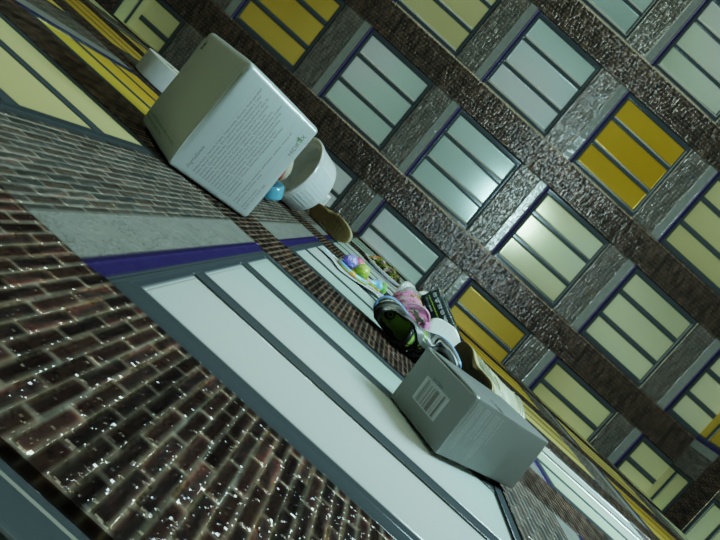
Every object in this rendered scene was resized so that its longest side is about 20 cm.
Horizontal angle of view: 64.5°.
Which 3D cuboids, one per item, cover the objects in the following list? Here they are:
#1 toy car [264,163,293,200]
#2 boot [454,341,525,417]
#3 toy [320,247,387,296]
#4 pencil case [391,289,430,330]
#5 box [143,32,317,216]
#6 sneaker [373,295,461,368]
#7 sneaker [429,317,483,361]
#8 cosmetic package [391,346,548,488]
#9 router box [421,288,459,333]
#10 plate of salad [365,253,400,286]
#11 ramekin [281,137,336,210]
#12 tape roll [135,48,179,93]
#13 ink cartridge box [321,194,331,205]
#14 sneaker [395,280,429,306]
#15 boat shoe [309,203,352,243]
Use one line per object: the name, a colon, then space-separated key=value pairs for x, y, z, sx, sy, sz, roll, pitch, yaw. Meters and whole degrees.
toy car: x=-0.270 y=-0.283 z=1.334 sx=0.197 sy=0.187 sz=0.177 roll=-1 pitch=32 yaw=-37
boot: x=0.291 y=0.261 z=1.313 sx=0.154 sy=0.072 sz=0.201 roll=38 pitch=12 yaw=-28
toy: x=0.000 y=0.000 z=1.414 sx=0.199 sy=0.047 sz=0.115 roll=38 pitch=5 yaw=-40
pencil case: x=0.105 y=0.095 z=1.254 sx=0.200 sy=0.085 sz=0.084 roll=-74 pitch=146 yaw=-84
box: x=-0.221 y=-0.245 z=0.959 sx=0.171 sy=0.200 sz=0.199 roll=38 pitch=6 yaw=-45
sneaker: x=0.097 y=0.130 z=1.043 sx=0.199 sy=0.071 sz=0.083 roll=41 pitch=19 yaw=1
sneaker: x=0.227 y=0.199 z=1.440 sx=0.200 sy=0.075 sz=0.088 roll=47 pitch=-8 yaw=-11
cosmetic package: x=0.141 y=0.190 z=0.723 sx=0.199 sy=0.091 sz=0.107 roll=33 pitch=7 yaw=-42
router box: x=0.246 y=0.135 z=1.746 sx=0.200 sy=0.061 sz=0.152 roll=16 pitch=52 yaw=-80
plate of salad: x=0.099 y=-0.006 z=2.177 sx=0.199 sy=0.048 sz=0.200 roll=42 pitch=5 yaw=-4
ramekin: x=-0.163 y=-0.268 z=1.611 sx=0.098 sy=0.200 sz=0.201 roll=45 pitch=1 yaw=-44
tape roll: x=-0.561 y=-0.558 z=1.692 sx=0.202 sy=0.071 sz=0.203 roll=41 pitch=6 yaw=-5
ink cartridge box: x=-0.227 y=-0.343 z=2.311 sx=0.199 sy=0.084 sz=0.146 roll=40 pitch=5 yaw=-21
sneaker: x=0.197 y=0.113 z=1.885 sx=0.198 sy=0.076 sz=0.092 roll=27 pitch=22 yaw=-43
boat shoe: x=-0.086 y=-0.155 z=1.888 sx=0.200 sy=0.074 sz=0.069 roll=44 pitch=12 yaw=30
